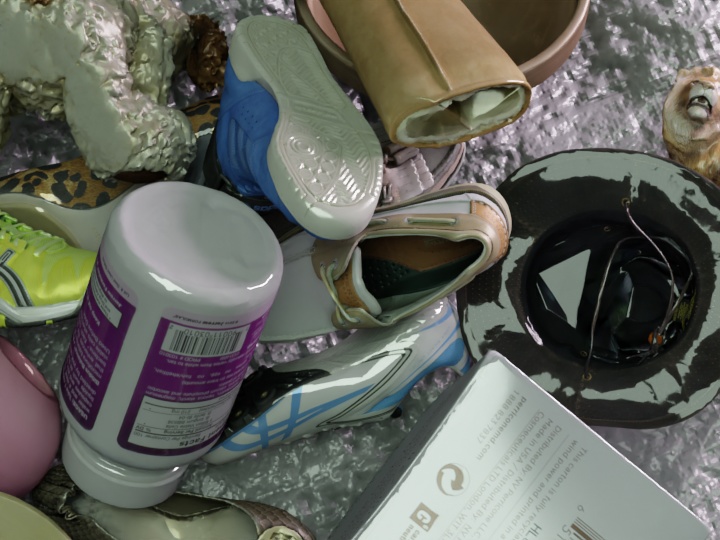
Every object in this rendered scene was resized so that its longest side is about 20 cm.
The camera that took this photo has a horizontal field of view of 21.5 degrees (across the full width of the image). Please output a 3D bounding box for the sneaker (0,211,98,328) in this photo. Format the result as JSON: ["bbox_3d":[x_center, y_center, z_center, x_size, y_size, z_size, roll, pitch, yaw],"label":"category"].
[{"bbox_3d":[-0.244,-0.009,1.253,0.198,0.075,0.077,4,103,17],"label":"sneaker"}]

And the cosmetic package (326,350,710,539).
[{"bbox_3d":[0.080,0.175,1.156,0.166,0.200,0.168,38,78,2],"label":"cosmetic package"}]

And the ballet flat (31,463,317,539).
[{"bbox_3d":[-0.123,0.170,1.250,0.198,0.046,0.068,17,78,6],"label":"ballet flat"}]

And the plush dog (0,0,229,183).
[{"bbox_3d":[-0.183,-0.151,1.271,0.198,0.172,0.162,7,104,15],"label":"plush dog"}]

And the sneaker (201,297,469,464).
[{"bbox_3d":[-0.018,0.084,1.262,0.199,0.072,0.073,-27,109,3],"label":"sneaker"}]

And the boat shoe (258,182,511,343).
[{"bbox_3d":[0.000,0.000,1.222,0.199,0.068,0.075,-24,103,17],"label":"boat shoe"}]

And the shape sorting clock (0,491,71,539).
[{"bbox_3d":[-0.265,0.225,1.201,0.198,0.039,0.202,-4,115,-8],"label":"shape sorting clock"}]

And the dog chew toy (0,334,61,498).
[{"bbox_3d":[-0.290,0.131,1.231,0.200,0.125,0.125,-43,79,-1],"label":"dog chew toy"}]

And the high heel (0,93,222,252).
[{"bbox_3d":[-0.175,-0.072,1.320,0.198,0.072,0.143,3,46,19],"label":"high heel"}]

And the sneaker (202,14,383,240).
[{"bbox_3d":[-0.046,-0.062,1.203,0.076,0.112,0.201,-4,43,-24],"label":"sneaker"}]

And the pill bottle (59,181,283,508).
[{"bbox_3d":[-0.126,0.052,1.189,0.111,0.201,0.113,15,38,-12],"label":"pill bottle"}]

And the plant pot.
[{"bbox_3d":[0.055,-0.172,1.293,0.199,0.093,0.202,-1,55,1],"label":"plant pot"}]

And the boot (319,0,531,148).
[{"bbox_3d":[-0.011,-0.158,1.189,0.174,0.066,0.201,-19,58,-15],"label":"boot"}]

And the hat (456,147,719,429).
[{"bbox_3d":[0.166,0.013,1.259,0.199,0.081,0.202,-1,87,12],"label":"hat"}]

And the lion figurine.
[{"bbox_3d":[0.288,-0.052,1.292,0.199,0.072,0.123,26,64,-7],"label":"lion figurine"}]

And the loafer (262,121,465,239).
[{"bbox_3d":[-0.014,-0.050,1.293,0.199,0.063,0.072,-31,76,-6],"label":"loafer"}]
